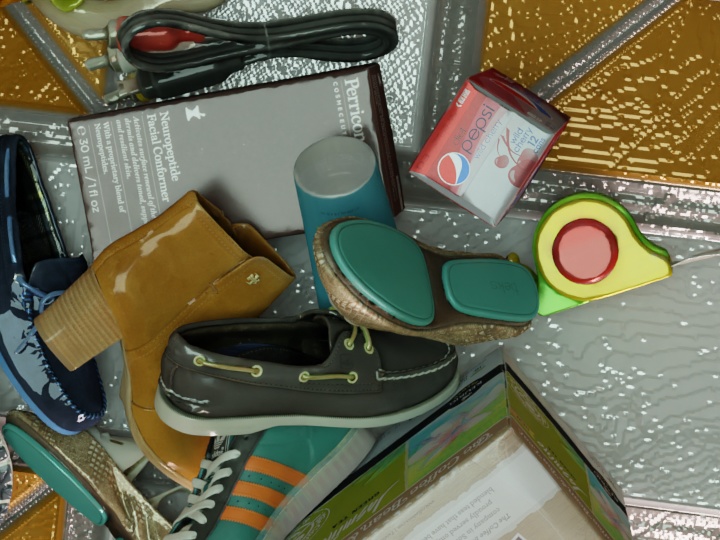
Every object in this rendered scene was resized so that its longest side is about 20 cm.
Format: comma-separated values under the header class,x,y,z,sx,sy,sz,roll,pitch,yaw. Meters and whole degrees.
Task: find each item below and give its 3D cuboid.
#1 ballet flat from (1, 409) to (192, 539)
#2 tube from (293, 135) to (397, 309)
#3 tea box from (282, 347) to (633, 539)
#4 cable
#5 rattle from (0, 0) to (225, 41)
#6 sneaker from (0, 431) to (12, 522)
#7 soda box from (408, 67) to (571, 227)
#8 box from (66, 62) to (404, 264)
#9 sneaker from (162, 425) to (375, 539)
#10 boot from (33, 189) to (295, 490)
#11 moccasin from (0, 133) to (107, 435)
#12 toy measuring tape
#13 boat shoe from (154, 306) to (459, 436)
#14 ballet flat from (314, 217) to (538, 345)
class,x,y,z,sx,sy,sz,roll,pitch,yaw
ballet flat,-0.148,0.153,1.789,0.065,0.071,0.200,-43,93,-18
tube,0.000,0.000,1.709,0.077,0.050,0.200,-3,140,10
tea box,0.053,0.176,1.686,0.200,0.197,0.134,-38,100,8
cable,-0.079,-0.153,1.728,0.200,0.097,0.050,-16,58,-1
rattle,-0.135,-0.206,1.706,0.200,0.143,0.130,11,83,11
sneaker,-0.272,0.077,1.781,0.078,0.086,0.200,-11,116,9
soda box,0.081,-0.078,1.660,0.063,0.200,0.070,32,98,2
box,-0.079,-0.067,1.745,0.200,0.075,0.100,-10,95,6
sneaker,-0.079,0.137,1.707,0.200,0.071,0.080,-45,106,-32
boot,-0.096,0.047,1.722,0.144,0.071,0.201,-35,129,7
moccasin,-0.209,0.006,1.751,0.068,0.080,0.200,-27,87,23
toy measuring tape,0.179,-0.028,1.723,0.200,0.074,0.074,-18,94,8
boat shoe,-0.027,0.057,1.683,0.201,0.072,0.061,-6,127,-23
ballet flat,0.026,0.015,1.642,0.065,0.200,0.071,-24,64,36
